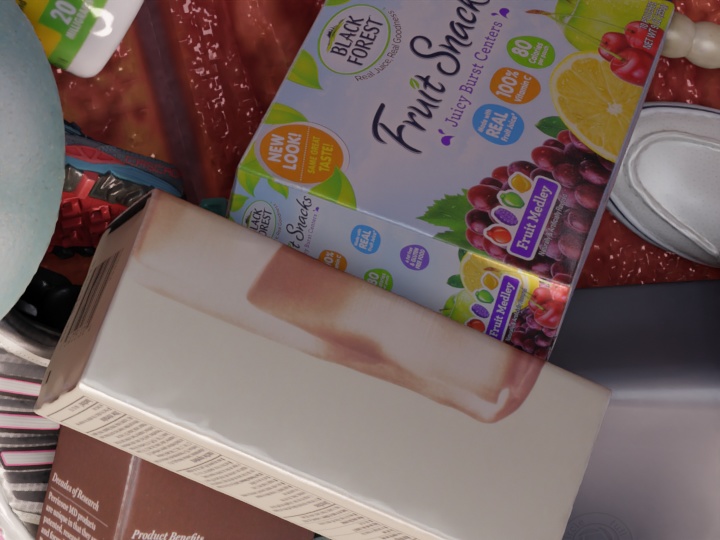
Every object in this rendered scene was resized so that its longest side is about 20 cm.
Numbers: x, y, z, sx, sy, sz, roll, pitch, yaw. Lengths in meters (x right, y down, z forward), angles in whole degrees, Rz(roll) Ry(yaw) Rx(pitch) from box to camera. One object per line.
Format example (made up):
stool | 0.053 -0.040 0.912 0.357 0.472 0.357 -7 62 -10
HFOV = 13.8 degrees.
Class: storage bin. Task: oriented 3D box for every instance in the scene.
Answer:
storage bin | 0.117 0.090 1.324 0.134 0.146 0.201 2 121 1

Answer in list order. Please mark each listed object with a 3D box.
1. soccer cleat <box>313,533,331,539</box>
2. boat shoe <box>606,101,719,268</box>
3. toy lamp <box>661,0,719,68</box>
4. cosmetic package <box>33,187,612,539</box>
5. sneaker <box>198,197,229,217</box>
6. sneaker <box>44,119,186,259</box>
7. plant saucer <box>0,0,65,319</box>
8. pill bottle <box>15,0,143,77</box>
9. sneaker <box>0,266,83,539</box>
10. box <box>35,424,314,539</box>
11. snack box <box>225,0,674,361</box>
soccer cleat | 0.005 0.131 1.300 0.200 0.067 0.081 37 119 28
boat shoe | 0.197 -0.018 1.358 0.200 0.070 0.071 28 92 -11
toy lamp | 0.180 -0.095 1.354 0.199 0.058 0.058 15 94 -9
cosmetic package | -0.016 0.051 1.171 0.200 0.103 0.087 25 75 -13
sneaker | 0.000 0.000 1.310 0.199 0.091 0.078 -7 65 11
sneaker | -0.162 -0.071 1.291 0.200 0.079 0.096 17 60 -28
plant saucer | -0.221 -0.048 1.202 0.200 0.039 0.202 1 95 6
pill bottle | -0.178 -0.173 1.263 0.200 0.111 0.111 26 92 -10
sneaker | -0.142 0.050 1.289 0.087 0.074 0.200 -27 120 1
box | -0.089 0.152 1.268 0.100 0.075 0.201 9 101 -35
snack box | 0.040 -0.062 1.244 0.142 0.200 0.053 18 132 5
